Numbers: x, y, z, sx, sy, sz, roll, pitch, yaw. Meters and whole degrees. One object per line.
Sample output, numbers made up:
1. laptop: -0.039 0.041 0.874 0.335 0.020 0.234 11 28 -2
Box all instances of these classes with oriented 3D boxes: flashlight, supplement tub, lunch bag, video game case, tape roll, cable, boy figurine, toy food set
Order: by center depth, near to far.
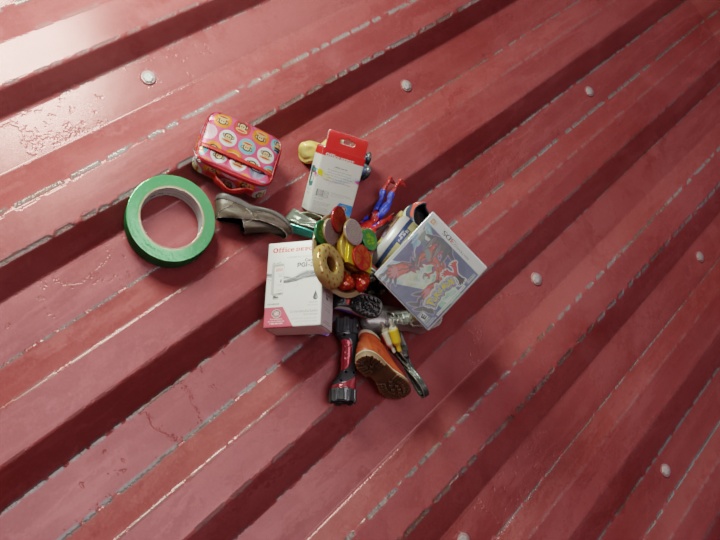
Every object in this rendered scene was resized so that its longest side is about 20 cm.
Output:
1. tape roll: -0.427 -0.111 1.562 0.196 0.048 0.206 8 71 -24
2. toy food set: -0.038 -0.040 1.579 0.198 0.048 0.203 25 61 -42
3. video game case: 0.161 0.002 1.601 0.182 0.023 0.200 44 93 3
4. flashlight: -0.040 0.212 1.644 0.066 0.068 0.205 -4 69 11
5. lunch bag: -0.296 -0.263 1.648 0.196 0.082 0.180 22 59 -15
6. cable: 0.094 0.215 1.662 0.049 0.097 0.204 -18 81 -27
7. supplement tub: 0.137 -0.016 1.686 0.199 0.145 0.145 39 60 3
8. boy figurine: -0.067 -0.283 1.788 0.195 0.064 0.128 8 71 -23

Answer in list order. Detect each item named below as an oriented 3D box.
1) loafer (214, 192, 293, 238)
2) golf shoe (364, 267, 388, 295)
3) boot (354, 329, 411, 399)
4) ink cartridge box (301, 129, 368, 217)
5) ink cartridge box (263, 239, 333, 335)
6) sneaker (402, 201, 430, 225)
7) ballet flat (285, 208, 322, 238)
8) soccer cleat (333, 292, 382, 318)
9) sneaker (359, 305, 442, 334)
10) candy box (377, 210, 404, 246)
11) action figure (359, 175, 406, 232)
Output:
1. loafer: -0.255 -0.112 1.641 0.196 0.073 0.073 20 70 -9
2. golf shoe: 0.000 0.000 1.723 0.197 0.077 0.090 19 45 -32
3. boot: 0.057 0.224 1.672 0.201 0.074 0.108 50 21 -34
4. ink cartridge box: -0.062 -0.236 1.720 0.114 0.067 0.205 13 99 -22
5. ink cartridge box: -0.141 0.039 1.598 0.143 0.083 0.205 -4 71 16
6. sneaker: 0.171 -0.079 1.765 0.074 0.084 0.204 -20 83 -29
7. ballet flat: -0.091 -0.098 1.681 0.196 0.068 0.064 24 62 11
8. soccer cleat: -0.042 0.068 1.666 0.195 0.073 0.070 18 82 1
9. sneaker: 0.104 0.114 1.717 0.195 0.115 0.076 3 74 -24
10. candy box: 0.141 -0.043 1.820 0.199 0.056 0.118 40 62 -8
11. action figure: 0.049 -0.149 1.799 0.202 0.065 0.052 -57 142 -15
